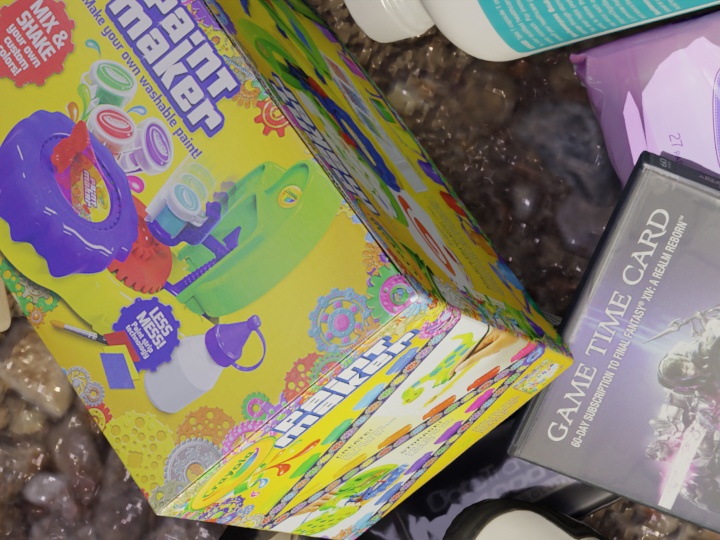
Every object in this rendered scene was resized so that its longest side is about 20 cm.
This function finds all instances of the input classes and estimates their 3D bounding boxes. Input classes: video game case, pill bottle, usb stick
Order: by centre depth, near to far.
[{"bbox_3d":[0.176,0.049,1.032,0.199,0.019,0.143,21,118,-3],"label":"video game case"},{"bbox_3d":[0.089,-0.149,1.035,0.199,0.111,0.111,-13,90,24],"label":"pill bottle"},{"bbox_3d":[0.062,0.092,1.104,0.200,0.033,0.056,-28,81,14],"label":"usb stick"}]

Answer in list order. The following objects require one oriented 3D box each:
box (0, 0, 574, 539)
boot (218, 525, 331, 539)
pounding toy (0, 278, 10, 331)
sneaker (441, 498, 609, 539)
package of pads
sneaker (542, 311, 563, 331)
[{"bbox_3d":[-0.046,-0.017,0.974,0.122,0.193,0.200,-39,70,10],"label":"box"},{"bbox_3d":[-0.024,0.211,1.086,0.150,0.073,0.200,25,92,-14],"label":"boot"},{"bbox_3d":[-0.225,-0.025,1.130,0.199,0.142,0.185,-11,90,25],"label":"pounding toy"},{"bbox_3d":[0.118,0.162,1.049,0.200,0.080,0.074,40,76,-5],"label":"sneaker"},{"bbox_3d":[0.195,-0.059,1.041,0.199,0.076,0.121,-16,93,14],"label":"package of pads"},{"bbox_3d":[0.000,0.000,1.090,0.199,0.078,0.085,20,97,12],"label":"sneaker"}]
